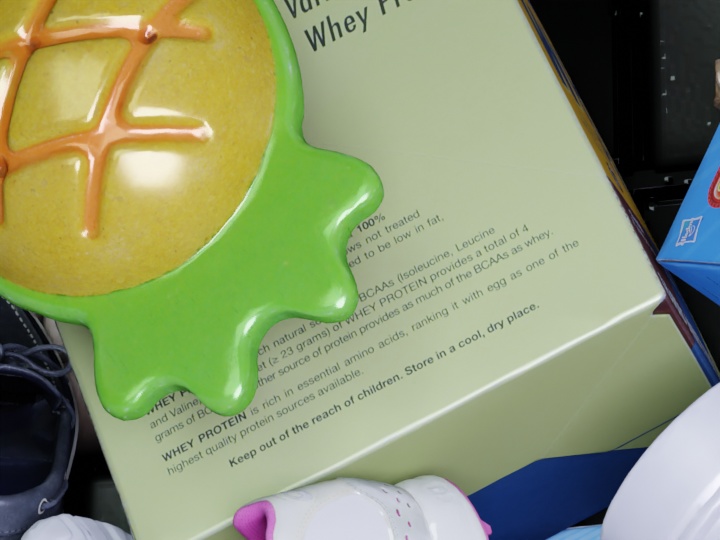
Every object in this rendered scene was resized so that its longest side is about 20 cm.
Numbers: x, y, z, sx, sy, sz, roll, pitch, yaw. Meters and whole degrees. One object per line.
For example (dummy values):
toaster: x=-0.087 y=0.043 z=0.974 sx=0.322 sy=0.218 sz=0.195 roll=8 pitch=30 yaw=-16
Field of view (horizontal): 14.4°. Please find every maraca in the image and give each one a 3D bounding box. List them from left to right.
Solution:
maraca: x=-0.075 y=-0.039 z=0.939 sx=0.137 sy=0.107 sz=0.200 roll=-43 pitch=60 yaw=6

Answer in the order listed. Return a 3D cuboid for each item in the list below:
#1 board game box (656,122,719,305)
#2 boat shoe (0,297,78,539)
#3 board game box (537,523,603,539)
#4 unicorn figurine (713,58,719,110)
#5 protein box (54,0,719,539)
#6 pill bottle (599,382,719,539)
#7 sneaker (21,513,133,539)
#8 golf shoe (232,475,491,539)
board game box: x=0.223 y=-0.041 z=0.977 sx=0.056 sy=0.200 sz=0.196 roll=6 pitch=66 yaw=59
boat shoe: x=-0.142 y=0.055 z=1.091 sx=0.074 sy=0.062 sz=0.200 roll=4 pitch=31 yaw=-10
board game box: x=0.136 y=0.184 z=1.005 sx=0.134 sy=0.034 sz=0.201 roll=-8 pitch=68 yaw=15
unicorn figurine: x=0.201 y=-0.055 z=1.063 sx=0.137 sy=0.074 sz=0.201 roll=-4 pitch=83 yaw=7
protein box: x=0.000 y=0.000 z=1.035 sx=0.198 sy=0.135 sz=0.200 roll=-28 pitch=60 yaw=6
pill bottle: x=0.173 y=0.125 z=0.892 sx=0.120 sy=0.120 sz=0.200 roll=-44 pitch=64 yaw=-2
sneaker: x=-0.082 y=0.184 z=1.016 sx=0.099 sy=0.078 sz=0.201 roll=-25 pitch=96 yaw=33
golf shoe: x=-0.021 y=0.161 z=0.935 sx=0.075 sy=0.091 sz=0.201 roll=16 pitch=95 yaw=57
